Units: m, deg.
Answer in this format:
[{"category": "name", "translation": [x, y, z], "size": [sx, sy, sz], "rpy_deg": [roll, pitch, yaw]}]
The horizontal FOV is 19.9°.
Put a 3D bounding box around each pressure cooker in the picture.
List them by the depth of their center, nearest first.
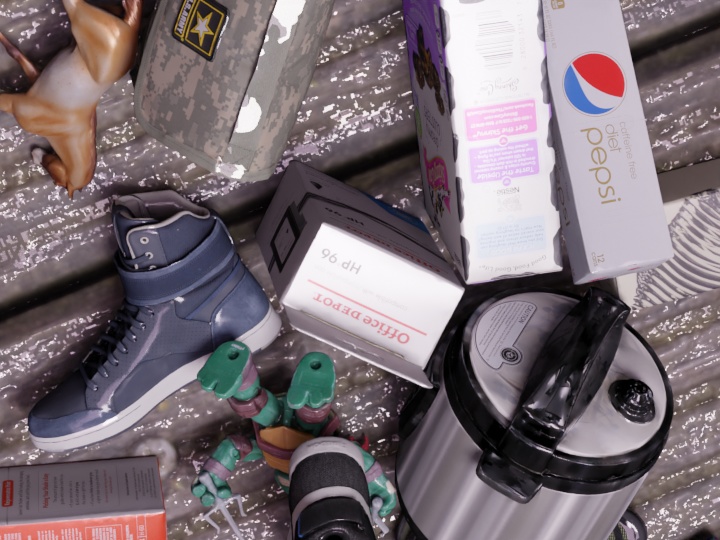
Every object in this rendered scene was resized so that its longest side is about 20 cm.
[{"category": "pressure cooker", "translation": [0.130, 0.110, 1.478], "size": [0.178, 0.177, 0.200], "rpy_deg": [-1, 140, -24]}]

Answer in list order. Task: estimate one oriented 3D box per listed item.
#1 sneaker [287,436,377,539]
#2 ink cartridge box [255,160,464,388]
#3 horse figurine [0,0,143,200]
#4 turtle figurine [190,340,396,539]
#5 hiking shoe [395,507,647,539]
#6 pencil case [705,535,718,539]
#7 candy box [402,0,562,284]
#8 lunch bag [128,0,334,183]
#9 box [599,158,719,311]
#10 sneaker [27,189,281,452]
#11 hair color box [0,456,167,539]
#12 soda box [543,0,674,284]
[{"category": "sneaker", "translation": [-0.019, 0.223, 1.463], "size": [0.073, 0.112, 0.201], "rpy_deg": [-7, 135, 3]}, {"category": "ink cartridge box", "translation": [0.000, 0.000, 1.431], "size": [0.116, 0.200, 0.068], "rpy_deg": [24, 103, -17]}, {"category": "horse figurine", "translation": [-0.204, -0.151, 1.405], "size": [0.132, 0.050, 0.200], "rpy_deg": [40, 121, -1]}, {"category": "turtle figurine", "translation": [-0.054, 0.132, 1.511], "size": [0.149, 0.101, 0.201], "rpy_deg": [-8, 140, 2]}, {"category": "hiking shoe", "translation": [0.131, 0.223, 1.583], "size": [0.199, 0.101, 0.076], "rpy_deg": [-3, 110, -9]}, {"category": "pencil case", "translation": [0.219, 0.293, 1.631], "size": [0.199, 0.085, 0.093], "rpy_deg": [-28, 95, 1]}, {"category": "candy box", "translation": [0.082, -0.114, 1.424], "size": [0.071, 0.168, 0.201], "rpy_deg": [-9, 110, -6]}, {"category": "lunch bag", "translation": [-0.079, -0.164, 1.363], "size": [0.117, 0.200, 0.165], "rpy_deg": [17, 106, -15]}, {"category": "box", "translation": [0.275, -0.037, 1.536], "size": [0.199, 0.068, 0.083], "rpy_deg": [-16, 110, -3]}, {"category": "sneaker", "translation": [-0.173, 0.030, 1.471], "size": [0.202, 0.077, 0.147], "rpy_deg": [-31, 122, -8]}, {"category": "hair color box", "translation": [-0.244, 0.190, 1.509], "size": [0.199, 0.102, 0.062], "rpy_deg": [-3, 109, -8]}, {"category": "soda box", "translation": [0.167, -0.096, 1.457], "size": [0.063, 0.068, 0.201], "rpy_deg": [-11, 84, -5]}]
